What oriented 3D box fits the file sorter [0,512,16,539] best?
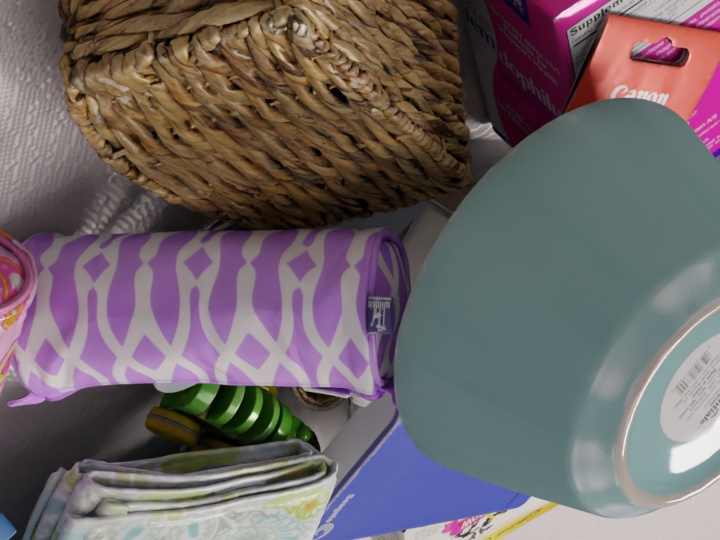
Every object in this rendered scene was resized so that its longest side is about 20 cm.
[{"bbox_3d":[-0.223,0.239,1.057,0.139,0.123,0.200,-39,-176,33],"label":"file sorter"}]

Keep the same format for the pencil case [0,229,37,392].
[{"bbox_3d":[-0.218,0.063,1.037,0.087,0.087,0.200,-7,137,-42],"label":"pencil case"}]

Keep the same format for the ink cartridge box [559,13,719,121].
[{"bbox_3d":[0.129,-0.022,1.099,0.109,0.050,0.200,1,118,-46],"label":"ink cartridge box"}]

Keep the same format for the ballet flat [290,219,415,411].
[{"bbox_3d":[0.000,0.000,1.191,0.067,0.062,0.200,11,134,-3],"label":"ballet flat"}]

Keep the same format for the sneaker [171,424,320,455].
[{"bbox_3d":[-0.102,0.135,1.278,0.200,0.078,0.091,-17,126,-37],"label":"sneaker"}]

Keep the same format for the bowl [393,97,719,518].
[{"bbox_3d":[0.123,0.033,1.013,0.200,0.105,0.201,-25,133,-29],"label":"bowl"}]

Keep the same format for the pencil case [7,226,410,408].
[{"bbox_3d":[-0.070,0.023,1.050,0.084,0.199,0.086,-19,109,-72],"label":"pencil case"}]

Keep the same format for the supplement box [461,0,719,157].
[{"bbox_3d":[0.121,-0.125,1.141,0.103,0.101,0.200,-34,147,-10],"label":"supplement box"}]

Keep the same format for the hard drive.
[{"bbox_3d":[0.055,0.106,1.291,0.200,0.025,0.132,-4,142,-44],"label":"hard drive"}]

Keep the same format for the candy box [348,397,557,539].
[{"bbox_3d":[0.068,0.107,1.405,0.136,0.061,0.200,-29,149,-14],"label":"candy box"}]

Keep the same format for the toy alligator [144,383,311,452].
[{"bbox_3d":[-0.056,0.086,1.221,0.200,0.054,0.059,37,72,-42],"label":"toy alligator"}]

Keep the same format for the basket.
[{"bbox_3d":[-0.050,-0.120,1.007,0.142,0.149,0.200,-14,156,22],"label":"basket"}]

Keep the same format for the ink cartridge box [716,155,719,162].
[{"bbox_3d":[0.238,-0.050,1.320,0.146,0.083,0.201,2,118,-32],"label":"ink cartridge box"}]

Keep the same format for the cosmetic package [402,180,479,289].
[{"bbox_3d":[0.083,0.004,1.228,0.200,0.071,0.105,-23,145,-60],"label":"cosmetic package"}]

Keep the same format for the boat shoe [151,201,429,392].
[{"bbox_3d":[-0.042,-0.022,1.124,0.199,0.068,0.074,-40,159,18],"label":"boat shoe"}]

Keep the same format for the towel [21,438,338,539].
[{"bbox_3d":[-0.112,0.177,1.189,0.171,0.048,0.200,-2,130,-38],"label":"towel"}]
